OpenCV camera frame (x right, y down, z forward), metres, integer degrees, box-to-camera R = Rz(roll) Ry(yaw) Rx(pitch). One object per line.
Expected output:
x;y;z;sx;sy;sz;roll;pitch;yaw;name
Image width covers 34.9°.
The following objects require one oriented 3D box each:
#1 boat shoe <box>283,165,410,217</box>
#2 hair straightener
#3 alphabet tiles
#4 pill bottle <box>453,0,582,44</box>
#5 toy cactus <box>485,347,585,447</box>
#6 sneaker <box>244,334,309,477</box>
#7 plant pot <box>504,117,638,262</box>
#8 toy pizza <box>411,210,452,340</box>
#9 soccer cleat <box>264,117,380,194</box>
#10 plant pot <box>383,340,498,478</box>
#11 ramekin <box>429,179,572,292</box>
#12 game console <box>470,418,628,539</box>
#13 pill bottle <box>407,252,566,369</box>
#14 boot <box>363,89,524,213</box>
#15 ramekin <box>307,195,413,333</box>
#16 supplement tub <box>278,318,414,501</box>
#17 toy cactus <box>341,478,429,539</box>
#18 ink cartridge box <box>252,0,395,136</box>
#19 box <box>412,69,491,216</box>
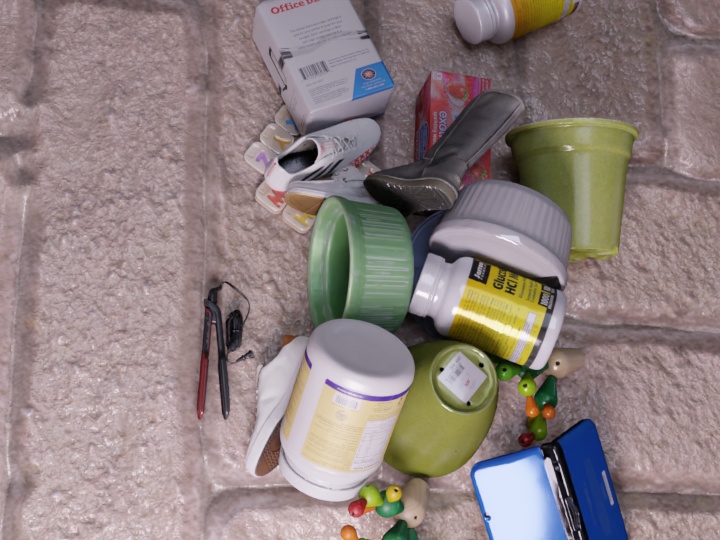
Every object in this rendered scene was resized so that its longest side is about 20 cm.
-0.019;-0.118;1.671;0.198;0.071;0.070;5;73;-26;boat shoe
-0.185;0.110;1.590;0.076;0.041;0.202;4;66;-11;hair straightener
-0.067;-0.156;1.714;0.195;0.015;0.201;36;68;1;alphabet tiles
0.251;-0.432;1.827;0.198;0.109;0.110;-26;79;-20;pill bottle
0.253;0.145;1.652;0.164;0.102;0.202;-7;71;-36;toy cactus
-0.117;0.183;1.572;0.084;0.073;0.202;18;73;31;sneaker
0.316;-0.111;1.704;0.198;0.200;0.187;1;83;-12;plant pot
0.148;0.008;1.680;0.198;0.032;0.203;1;86;-19;toy pizza
-0.050;-0.175;1.670;0.198;0.085;0.069;-26;78;-19;soccer cleat
0.110;0.170;1.542;0.185;0.200;0.190;4;71;-11;plant pot
0.201;-0.045;1.586;0.200;0.203;0.095;24;70;-3;ramekin
0.266;0.330;1.593;0.170;0.117;0.202;-21;96;-49;game console
0.170;0.050;1.552;0.198;0.113;0.114;20;68;2;pill bottle
0.117;-0.174;1.618;0.201;0.180;0.073;-59;134;-24;boot
0.000;0.000;1.582;0.096;0.200;0.203;2;71;-19;ramekin
-0.023;0.181;1.482;0.144;0.202;0.146;15;27;-8;supplement tub
0.057;0.339;1.509;0.201;0.102;0.165;56;37;-20;toy cactus
-0.059;-0.318;1.726;0.145;0.084;0.202;-20;71;-18;ink cartridge box
0.139;-0.187;1.726;0.101;0.095;0.203;7;70;-10;box
